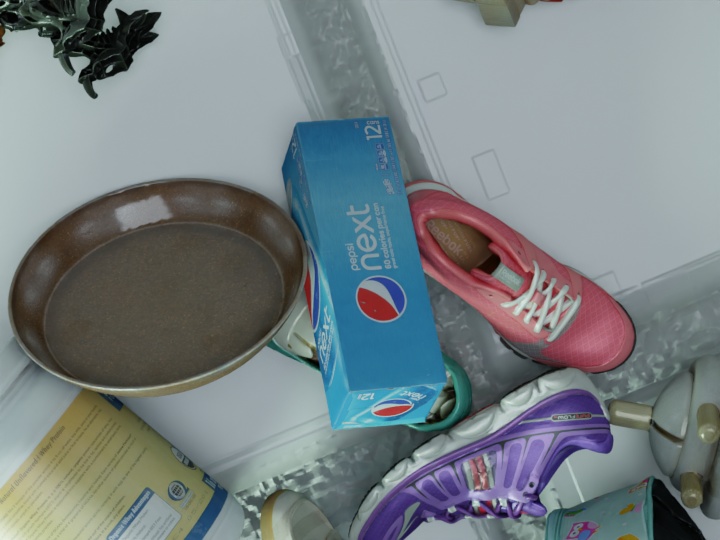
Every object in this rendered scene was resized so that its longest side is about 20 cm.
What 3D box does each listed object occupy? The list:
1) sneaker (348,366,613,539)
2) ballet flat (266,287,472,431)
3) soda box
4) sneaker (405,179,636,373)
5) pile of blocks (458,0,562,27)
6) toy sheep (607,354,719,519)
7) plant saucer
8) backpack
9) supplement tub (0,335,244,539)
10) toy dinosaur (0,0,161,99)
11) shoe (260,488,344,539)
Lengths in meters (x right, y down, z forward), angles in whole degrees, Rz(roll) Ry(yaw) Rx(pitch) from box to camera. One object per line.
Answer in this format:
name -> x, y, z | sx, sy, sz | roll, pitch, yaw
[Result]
sneaker -> 0.082, 0.144, 1.397 | 0.200, 0.081, 0.084 | -32, 78, 5
ballet flat -> -0.008, 0.048, 1.401 | 0.200, 0.070, 0.067 | 30, 93, -5
soda box -> 0.000, 0.000, 1.351 | 0.068, 0.064, 0.201 | -4, 63, -15
sneaker -> 0.102, 0.013, 1.398 | 0.200, 0.087, 0.074 | 33, 92, -6
pile of blocks -> 0.152, -0.226, 1.406 | 0.199, 0.082, 0.062 | -20, 139, 7
toy sheep -> 0.268, 0.116, 1.397 | 0.199, 0.138, 0.138 | 16, 93, 2
plant saucer -> -0.131, 0.016, 1.351 | 0.200, 0.201, 0.035 | -13, 132, -3
backpack -> 0.182, 0.247, 1.369 | 0.153, 0.176, 0.201 | -13, 110, 15
supplement tub -> -0.192, 0.153, 1.359 | 0.200, 0.145, 0.145 | 41, 91, -6
toy dinosaur -> -0.215, -0.184, 1.370 | 0.136, 0.102, 0.200 | 29, 106, 18
shoe -> -0.001, 0.232, 1.412 | 0.053, 0.070, 0.200 | -22, 106, 32
